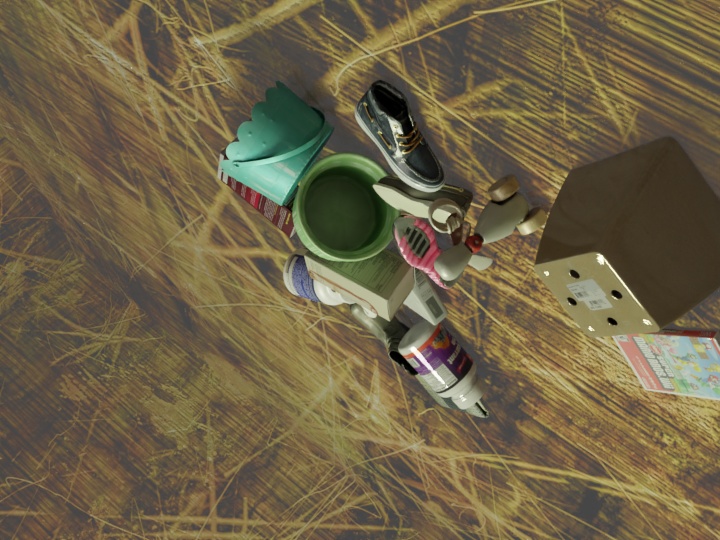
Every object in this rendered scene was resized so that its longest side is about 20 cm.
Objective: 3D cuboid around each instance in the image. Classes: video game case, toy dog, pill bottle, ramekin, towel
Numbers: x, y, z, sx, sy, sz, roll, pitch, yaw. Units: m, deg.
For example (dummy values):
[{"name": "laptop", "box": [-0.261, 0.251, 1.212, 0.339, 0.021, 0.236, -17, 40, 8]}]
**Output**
[{"name": "video game case", "box": [0.512, 0.149, 1.301, 0.143, 0.017, 0.199, 53, 154, -20]}, {"name": "toy dog", "box": [0.191, -0.067, 1.277, 0.096, 0.198, 0.133, -173, 65, -78]}, {"name": "pill bottle", "box": [0.186, 0.208, 1.793, 0.200, 0.112, 0.111, 47, 156, -10]}, {"name": "ramekin", "box": [-0.033, -0.112, 1.514, 0.200, 0.200, 0.098, 46, 164, -8]}, {"name": "pill bottle", "box": [-0.079, 0.016, 1.881, 0.199, 0.120, 0.120, 13, 142, 50]}, {"name": "towel", "box": [0.205, 0.273, 1.982, 0.200, 0.035, 0.192, 51, 158, -21]}]

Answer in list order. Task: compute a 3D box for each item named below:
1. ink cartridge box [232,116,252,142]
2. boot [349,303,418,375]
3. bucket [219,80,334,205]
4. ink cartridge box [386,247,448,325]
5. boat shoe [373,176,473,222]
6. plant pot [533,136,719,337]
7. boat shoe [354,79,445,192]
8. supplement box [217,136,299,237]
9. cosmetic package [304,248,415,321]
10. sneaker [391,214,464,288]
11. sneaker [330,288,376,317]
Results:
[{"name": "ink cartridge box", "box": [-0.202, -0.233, 1.707, 0.146, 0.084, 0.200, 44, 156, -5]}, {"name": "boot", "box": [0.065, 0.148, 1.844, 0.199, 0.068, 0.131, 37, -161, -24]}, {"name": "bucket", "box": [-0.150, -0.231, 1.497, 0.134, 0.208, 0.207, 34, 157, -4]}, {"name": "ink cartridge box", "box": [0.093, 0.018, 1.734, 0.163, 0.057, 0.200, 55, 174, -25]}, {"name": "boat shoe", "box": [0.108, -0.132, 1.419, 0.201, 0.061, 0.072, 23, 164, 40]}, {"name": "plant pot", "box": [0.352, -0.022, 1.073, 0.200, 0.177, 0.199, 48, 156, -13]}, {"name": "boat shoe", "box": [0.072, -0.216, 1.320, 0.200, 0.071, 0.091, 46, 160, -1]}, {"name": "supplement box", "box": [-0.192, -0.166, 1.625, 0.200, 0.061, 0.109, 40, 156, 3]}, {"name": "cosmetic package", "box": [0.000, 0.000, 1.595, 0.199, 0.104, 0.088, 29, 155, 23]}, {"name": "sneaker", "box": [0.111, -0.042, 1.525, 0.200, 0.079, 0.095, 44, 177, -39]}, {"name": "sneaker", "box": [-0.009, 0.032, 1.740, 0.129, 0.080, 0.199, 24, 167, 4]}]
